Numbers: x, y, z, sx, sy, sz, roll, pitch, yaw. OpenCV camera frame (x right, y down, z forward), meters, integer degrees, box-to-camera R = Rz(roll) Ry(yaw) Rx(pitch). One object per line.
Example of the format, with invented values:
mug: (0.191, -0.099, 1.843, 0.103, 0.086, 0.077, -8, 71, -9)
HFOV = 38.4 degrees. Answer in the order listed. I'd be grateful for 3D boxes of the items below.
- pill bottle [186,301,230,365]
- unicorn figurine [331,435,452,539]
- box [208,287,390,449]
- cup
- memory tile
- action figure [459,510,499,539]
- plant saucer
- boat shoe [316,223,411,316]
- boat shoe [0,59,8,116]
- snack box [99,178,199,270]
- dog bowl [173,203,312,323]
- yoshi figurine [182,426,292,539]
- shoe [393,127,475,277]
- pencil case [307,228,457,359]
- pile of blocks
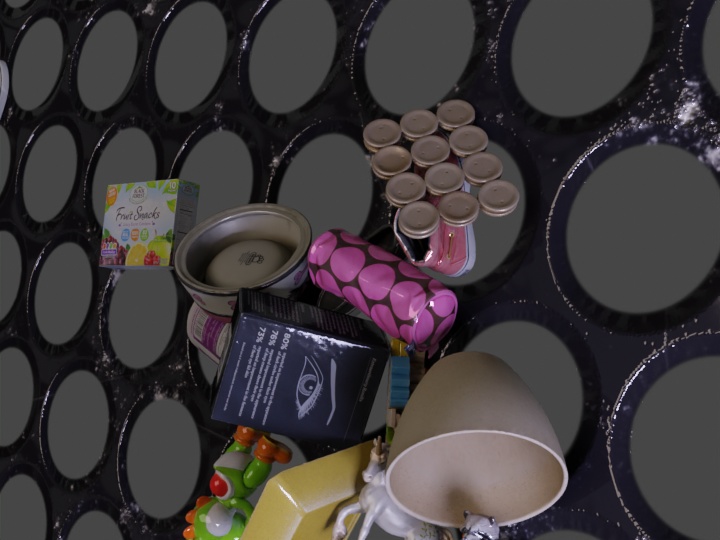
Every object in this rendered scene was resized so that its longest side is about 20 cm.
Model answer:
pill bottle: (-0.151, 0.104, 1.468, 0.199, 0.112, 0.113, 32, 104, 41)
unicorn figurine: (0.033, 0.293, 1.236, 0.138, 0.200, 0.074, -52, 27, -7)
box: (-0.079, 0.126, 1.319, 0.104, 0.198, 0.149, -113, 40, -71)
cup: (0.128, 0.178, 1.170, 0.200, 0.200, 0.144, -34, 37, 33)
memory tile: (0.095, -0.128, 1.274, 0.152, 0.017, 0.201, -16, 53, -6)
action figure: (0.106, 0.362, 1.150, 0.104, 0.198, 0.196, 16, 93, 62)
plant saucer: (-0.064, 0.318, 1.280, 0.048, 0.199, 0.201, 41, 119, 28)
boat shoe: (0.000, 0.000, 1.385, 0.200, 0.056, 0.069, -42, 57, 29)
boat shoe: (-0.787, -0.345, 2.158, 0.070, 0.063, 0.202, 15, 93, 42)
snack box: (-0.354, -0.074, 1.724, 0.199, 0.053, 0.144, 0, 81, 42)
dog bowl: (-0.158, -0.007, 1.457, 0.199, 0.199, 0.074, 30, 144, 41)
yoshi figurine: (-0.171, 0.325, 1.479, 0.111, 0.112, 0.201, 31, 90, 0)
shoe: (0.088, -0.093, 1.299, 0.071, 0.091, 0.202, -21, 69, 38)
pencil case: (0.023, 0.026, 1.280, 0.199, 0.091, 0.094, 34, 150, 36)
pile of blocks: (0.065, 0.166, 1.286, 0.082, 0.061, 0.202, 125, 147, -84)
